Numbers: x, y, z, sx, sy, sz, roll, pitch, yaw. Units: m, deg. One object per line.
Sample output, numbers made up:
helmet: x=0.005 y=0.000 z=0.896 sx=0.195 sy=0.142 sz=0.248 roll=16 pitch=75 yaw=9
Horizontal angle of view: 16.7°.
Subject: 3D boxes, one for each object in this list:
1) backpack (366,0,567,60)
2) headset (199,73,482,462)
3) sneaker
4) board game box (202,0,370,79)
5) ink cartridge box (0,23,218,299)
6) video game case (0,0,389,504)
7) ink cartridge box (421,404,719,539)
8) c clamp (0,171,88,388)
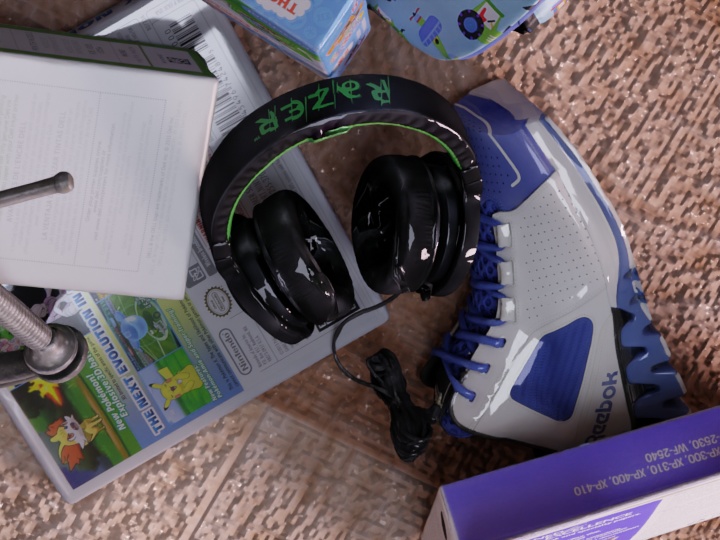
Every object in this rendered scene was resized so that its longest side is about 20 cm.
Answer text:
backpack: x=0.047 y=-0.185 z=1.026 sx=0.134 sy=0.200 sz=0.183 roll=41 pitch=96 yaw=-23
headset: x=0.000 y=0.000 z=1.096 sx=0.123 sy=0.094 sz=0.200 roll=-17 pitch=143 yaw=-3
sneaker: x=0.075 y=0.021 z=1.170 sx=0.115 sy=0.081 sz=0.200 roll=-28 pitch=115 yaw=-5
board game box: x=-0.067 y=-0.135 z=0.993 sx=0.151 sy=0.200 sz=0.037 roll=33 pitch=92 yaw=1
ink cartridge box: x=-0.169 y=-0.053 z=1.070 sx=0.199 sy=0.059 sz=0.104 roll=5 pitch=107 yaw=-17
video game case: x=-0.108 y=-0.014 z=1.146 sx=0.182 sy=0.022 sz=0.200 roll=-30 pitch=114 yaw=-2
ink cartridge box: x=0.130 y=0.100 z=1.155 sx=0.197 sy=0.200 sz=0.044 roll=-16 pitch=78 yaw=-7
c clamp: x=-0.178 y=0.018 z=1.049 sx=0.170 sy=0.200 sz=0.027 roll=-8 pitch=68 yaw=8
